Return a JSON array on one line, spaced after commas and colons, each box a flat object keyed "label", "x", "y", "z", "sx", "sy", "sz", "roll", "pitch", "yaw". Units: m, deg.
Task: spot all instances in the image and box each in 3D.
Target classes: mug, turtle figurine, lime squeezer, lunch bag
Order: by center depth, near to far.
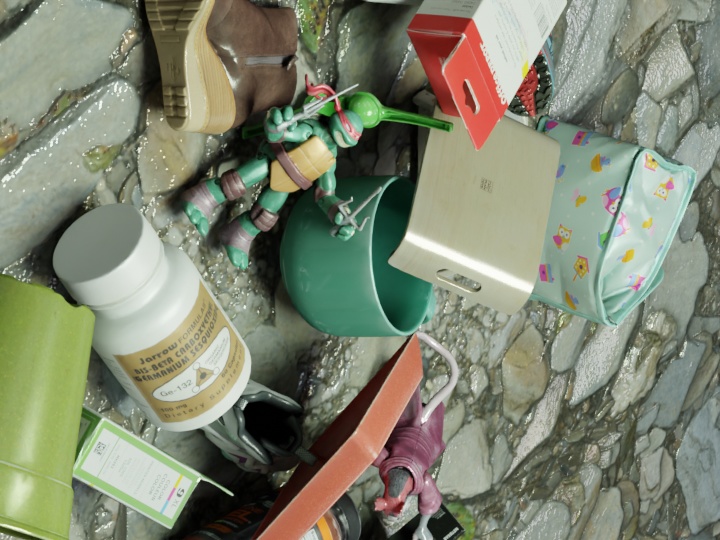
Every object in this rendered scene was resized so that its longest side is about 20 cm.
[{"label": "turtle figurine", "x": -0.058, "y": -0.090, "z": 1.635, "sx": 0.199, "sy": 0.101, "sz": 0.150, "roll": -34, "pitch": 116, "yaw": 14}, {"label": "lime squeezer", "x": -0.013, "y": -0.149, "z": 1.705, "sx": 0.198, "sy": 0.071, "sz": 0.038, "roll": -1, "pitch": 102, "yaw": -4}, {"label": "mug", "x": -0.005, "y": 0.001, "z": 1.742, "sx": 0.152, "sy": 0.113, "sz": 0.187, "roll": -54, "pitch": 136, "yaw": -52}, {"label": "lunch bag", "x": 0.255, "y": -0.048, "z": 1.987, "sx": 0.121, "sy": 0.170, "sz": 0.202, "roll": 14, "pitch": 96, "yaw": -42}]

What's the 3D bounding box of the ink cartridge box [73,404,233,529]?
[{"label": "ink cartridge box", "x": -0.215, "y": 0.173, "z": 1.612, "sx": 0.200, "sy": 0.103, "sz": 0.060, "roll": 39, "pitch": 77, "yaw": -49}]

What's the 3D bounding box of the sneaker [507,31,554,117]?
[{"label": "sneaker", "x": 0.160, "y": -0.266, "z": 1.881, "sx": 0.096, "sy": 0.078, "sz": 0.202, "roll": -55, "pitch": 139, "yaw": -70}]

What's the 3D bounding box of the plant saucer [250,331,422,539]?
[{"label": "plant saucer", "x": -0.017, "y": 0.174, "z": 1.723, "sx": 0.200, "sy": 0.037, "sz": 0.200, "roll": -50, "pitch": -178, "yaw": 31}]

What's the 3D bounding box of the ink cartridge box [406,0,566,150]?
[{"label": "ink cartridge box", "x": 0.112, "y": -0.224, "z": 1.682, "sx": 0.201, "sy": 0.067, "sz": 0.117, "roll": -59, "pitch": 141, "yaw": -27}]

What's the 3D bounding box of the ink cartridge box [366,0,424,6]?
[{"label": "ink cartridge box", "x": 0.056, "y": -0.329, "z": 1.713, "sx": 0.199, "sy": 0.083, "sz": 0.148, "roll": -3, "pitch": 109, "yaw": -49}]

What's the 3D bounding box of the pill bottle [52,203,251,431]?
[{"label": "pill bottle", "x": -0.184, "y": 0.040, "z": 1.581, "sx": 0.115, "sy": 0.114, "sz": 0.201, "roll": -50, "pitch": 136, "yaw": -21}]

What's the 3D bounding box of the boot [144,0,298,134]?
[{"label": "boot", "x": -0.116, "y": -0.225, "z": 1.599, "sx": 0.166, "sy": 0.072, "sz": 0.202, "roll": -24, "pitch": 123, "yaw": -54}]

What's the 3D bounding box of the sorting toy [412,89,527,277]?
[{"label": "sorting toy", "x": 0.134, "y": -0.107, "z": 1.907, "sx": 0.180, "sy": 0.106, "sz": 0.202, "roll": -41, "pitch": 136, "yaw": -55}]

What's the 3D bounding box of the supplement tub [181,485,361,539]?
[{"label": "supplement tub", "x": -0.092, "y": 0.281, "z": 1.795, "sx": 0.199, "sy": 0.106, "sz": 0.108, "roll": -23, "pitch": 123, "yaw": -41}]

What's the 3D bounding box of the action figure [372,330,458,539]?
[{"label": "action figure", "x": 0.056, "y": 0.186, "z": 1.852, "sx": 0.149, "sy": 0.133, "sz": 0.201, "roll": -52, "pitch": -168, "yaw": 27}]

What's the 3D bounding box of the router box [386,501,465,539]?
[{"label": "router box", "x": 0.008, "y": 0.340, "z": 1.913, "sx": 0.199, "sy": 0.051, "sz": 0.149, "roll": -35, "pitch": 167, "yaw": -33}]

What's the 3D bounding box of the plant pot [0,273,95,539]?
[{"label": "plant pot", "x": -0.298, "y": 0.106, "z": 1.451, "sx": 0.200, "sy": 0.199, "sz": 0.192, "roll": 31, "pitch": 70, "yaw": -49}]

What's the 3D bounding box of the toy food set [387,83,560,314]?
[{"label": "toy food set", "x": 0.108, "y": -0.071, "z": 1.735, "sx": 0.142, "sy": 0.060, "sz": 0.202, "roll": 23, "pitch": 63, "yaw": -19}]

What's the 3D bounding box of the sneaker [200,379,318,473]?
[{"label": "sneaker", "x": -0.083, "y": 0.161, "z": 1.725, "sx": 0.200, "sy": 0.139, "sz": 0.078, "roll": 37, "pitch": 78, "yaw": -48}]
